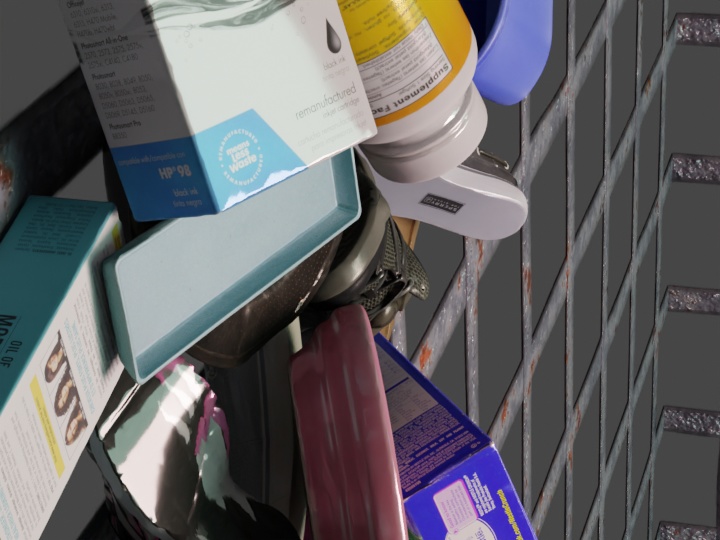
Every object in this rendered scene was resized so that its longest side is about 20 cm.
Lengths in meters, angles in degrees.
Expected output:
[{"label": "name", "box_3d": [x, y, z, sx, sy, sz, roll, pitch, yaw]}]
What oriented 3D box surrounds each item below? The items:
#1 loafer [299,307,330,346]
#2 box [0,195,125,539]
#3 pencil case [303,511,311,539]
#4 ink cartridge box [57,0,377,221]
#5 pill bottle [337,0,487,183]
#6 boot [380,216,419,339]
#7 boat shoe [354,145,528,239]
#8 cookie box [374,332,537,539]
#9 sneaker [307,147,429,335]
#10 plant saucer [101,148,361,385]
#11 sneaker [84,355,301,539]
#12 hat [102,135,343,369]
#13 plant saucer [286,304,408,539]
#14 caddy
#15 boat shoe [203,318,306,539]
[{"label": "loafer", "box_3d": [-0.048, 0.091, 1.288, 0.063, 0.072, 0.200, 67, 30, -67]}, {"label": "box", "box_3d": [-0.162, 0.060, 0.910, 0.200, 0.049, 0.082, -68, 157, -44]}, {"label": "pencil case", "box_3d": [-0.013, 0.223, 1.338, 0.094, 0.091, 0.200, -52, 164, -20]}, {"label": "ink cartridge box", "box_3d": [-0.079, -0.137, 0.931, 0.116, 0.067, 0.200, -30, 108, -39]}, {"label": "pill bottle", "box_3d": [0.004, -0.147, 1.173, 0.200, 0.111, 0.111, 57, 39, -43]}, {"label": "boot", "box_3d": [0.014, 0.034, 1.485, 0.175, 0.066, 0.200, 70, 29, -57]}, {"label": "boat shoe", "box_3d": [0.041, -0.083, 1.432, 0.200, 0.070, 0.066, 16, 45, -33]}, {"label": "cookie box", "box_3d": [0.045, 0.155, 1.314, 0.200, 0.075, 0.171, 42, -21, 59]}, {"label": "sneaker", "box_3d": [0.000, 0.000, 1.214, 0.114, 0.076, 0.199, 59, 6, -16]}, {"label": "plant saucer", "box_3d": [-0.064, -0.019, 1.006, 0.200, 0.019, 0.070, -38, 130, -45]}, {"label": "sneaker", "box_3d": [-0.114, 0.121, 1.069, 0.080, 0.086, 0.200, -49, 124, -37]}, {"label": "hat", "box_3d": [-0.089, -0.051, 1.050, 0.201, 0.081, 0.201, -24, 120, -51]}, {"label": "plant saucer", "box_3d": [-0.007, 0.121, 1.109, 0.201, 0.051, 0.201, 171, -90, -86]}, {"label": "caddy", "box_3d": [0.055, -0.201, 1.380, 0.105, 0.141, 0.200, 29, 57, -51]}, {"label": "boat shoe", "box_3d": [-0.072, 0.100, 1.200, 0.070, 0.071, 0.201, -19, 107, -81]}]
